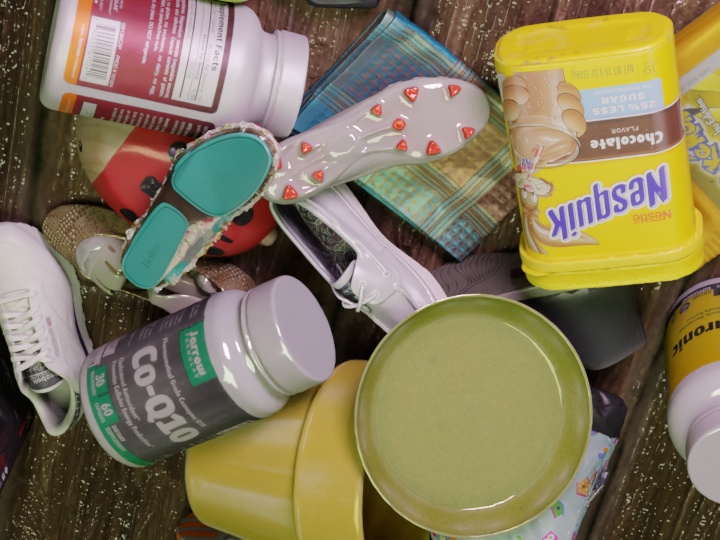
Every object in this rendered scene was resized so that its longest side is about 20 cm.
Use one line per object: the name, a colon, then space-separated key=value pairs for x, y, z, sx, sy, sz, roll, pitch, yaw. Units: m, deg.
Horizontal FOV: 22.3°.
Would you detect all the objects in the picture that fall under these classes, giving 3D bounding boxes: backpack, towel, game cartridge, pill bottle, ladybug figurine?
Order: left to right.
pill bottle: x=-0.148 y=-0.165 z=1.452 sx=0.199 sy=0.113 sz=0.113 roll=11 pitch=123 yaw=-13
ladybug figurine: x=-0.154 y=-0.078 z=1.539 sx=0.200 sy=0.072 sz=0.136 roll=32 pitch=120 yaw=-12
pill bottle: x=-0.128 y=0.083 z=1.543 sx=0.199 sy=0.113 sz=0.113 roll=-24 pitch=115 yaw=24
towel: x=0.054 y=-0.110 z=1.519 sx=0.200 sy=0.022 sz=0.147 roll=37 pitch=120 yaw=-14
backpack: x=0.131 y=0.182 z=1.591 sx=0.166 sy=0.127 sz=0.201 roll=20 pitch=90 yaw=0
game cartridge: x=0.291 y=-0.111 z=1.478 sx=0.200 sy=0.032 sz=0.176 roll=-38 pitch=109 yaw=26
pill bottle: x=0.307 y=0.101 z=1.505 sx=0.111 sy=0.200 sz=0.112 roll=3 pitch=122 yaw=6

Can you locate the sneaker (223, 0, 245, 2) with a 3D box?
sneaker: x=-0.165 y=-0.281 z=1.429 sx=0.199 sy=0.076 sz=0.106 roll=13 pitch=104 yaw=0

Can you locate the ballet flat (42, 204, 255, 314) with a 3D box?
ballet flat: x=-0.187 y=-0.001 z=1.596 sx=0.199 sy=0.065 sz=0.071 roll=18 pitch=122 yaw=-3

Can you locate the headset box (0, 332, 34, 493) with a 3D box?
headset box: x=-0.375 y=0.099 z=1.636 sx=0.077 sy=0.149 sz=0.201 roll=-8 pitch=119 yaw=12

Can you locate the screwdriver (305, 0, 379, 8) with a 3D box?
screwdriver: x=-0.081 y=-0.230 z=1.468 sx=0.199 sy=0.029 sz=0.028 roll=7 pitch=122 yaw=10

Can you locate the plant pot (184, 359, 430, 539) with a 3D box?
plant pot: x=-0.044 y=0.173 z=1.619 sx=0.188 sy=0.201 sz=0.202 roll=6 pitch=124 yaw=24

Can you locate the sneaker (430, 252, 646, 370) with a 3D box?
sneaker: x=0.143 y=0.043 z=1.568 sx=0.199 sy=0.075 sz=0.107 roll=-9 pitch=122 yaw=18

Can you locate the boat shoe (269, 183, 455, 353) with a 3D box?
boat shoe: x=0.000 y=0.000 z=1.527 sx=0.072 sy=0.068 sz=0.200 roll=-37 pitch=88 yaw=40

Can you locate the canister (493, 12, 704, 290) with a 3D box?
canister: x=0.188 y=-0.094 z=1.442 sx=0.148 sy=0.087 sz=0.201 roll=-5 pitch=120 yaw=13

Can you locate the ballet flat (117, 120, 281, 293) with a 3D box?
ballet flat: x=-0.127 y=-0.061 z=1.462 sx=0.076 sy=0.064 sz=0.200 roll=45 pitch=124 yaw=-6

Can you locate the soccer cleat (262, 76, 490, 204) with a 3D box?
soccer cleat: x=0.007 y=-0.108 z=1.482 sx=0.199 sy=0.078 sz=0.070 roll=-20 pitch=98 yaw=-2

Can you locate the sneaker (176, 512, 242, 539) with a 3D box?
sneaker: x=-0.073 y=0.285 z=1.758 sx=0.199 sy=0.078 sz=0.112 roll=2 pitch=126 yaw=20

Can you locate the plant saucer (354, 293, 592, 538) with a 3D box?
plant saucer: x=0.091 y=0.118 z=1.503 sx=0.199 sy=0.031 sz=0.201 roll=-1 pitch=94 yaw=-9

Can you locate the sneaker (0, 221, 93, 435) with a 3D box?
sneaker: x=-0.289 y=0.050 z=1.634 sx=0.076 sy=0.081 sz=0.201 roll=-12 pitch=117 yaw=17
